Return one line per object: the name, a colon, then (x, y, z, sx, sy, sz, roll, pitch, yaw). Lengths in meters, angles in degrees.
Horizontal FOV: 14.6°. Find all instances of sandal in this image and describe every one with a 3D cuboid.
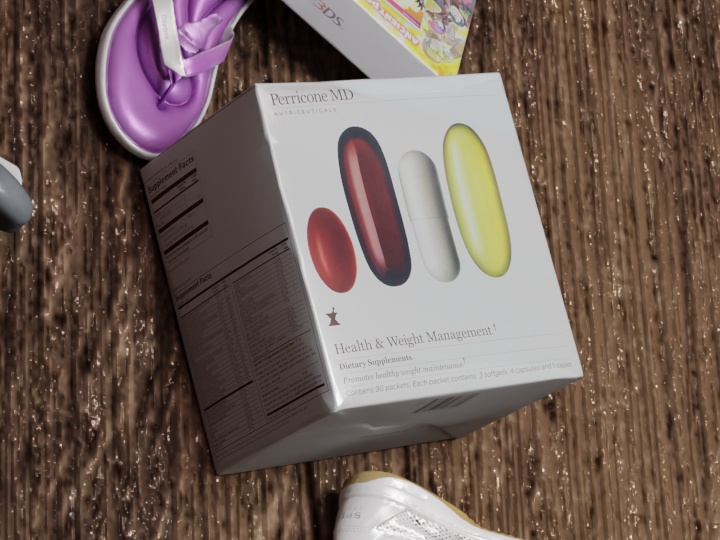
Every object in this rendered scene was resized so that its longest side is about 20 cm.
sandal: (-0.109, -0.159, 1.770, 0.082, 0.050, 0.203, 35, 53, -17)

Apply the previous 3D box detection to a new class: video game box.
video game box: (-0.005, -0.225, 1.837, 0.200, 0.047, 0.183, 41, 37, -22)

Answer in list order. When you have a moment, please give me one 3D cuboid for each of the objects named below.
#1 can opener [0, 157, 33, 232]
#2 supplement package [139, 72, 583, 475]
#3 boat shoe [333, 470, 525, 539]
can opener: (-0.277, -0.085, 1.620, 0.199, 0.066, 0.053, 29, 58, -16)
supplement package: (0.000, 0.000, 1.715, 0.191, 0.147, 0.201, -6, 75, -36)
boat shoe: (0.068, 0.196, 1.731, 0.199, 0.071, 0.070, 26, 58, -13)
